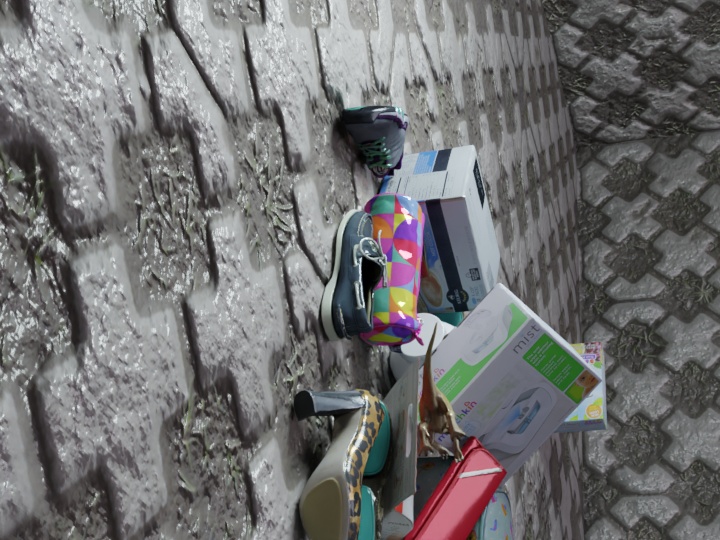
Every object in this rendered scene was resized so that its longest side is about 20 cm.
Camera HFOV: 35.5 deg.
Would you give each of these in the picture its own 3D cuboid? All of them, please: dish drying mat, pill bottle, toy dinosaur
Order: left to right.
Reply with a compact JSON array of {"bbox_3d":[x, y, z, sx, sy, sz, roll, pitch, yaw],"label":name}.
[{"bbox_3d":[0.084,0.157,1.290,0.201,0.058,0.102,74,4,-48],"label":"toy dinosaur"},{"bbox_3d":[0.106,0.145,1.554,0.201,0.110,0.112,65,26,-47],"label":"pill bottle"},{"bbox_3d":[0.108,0.304,1.372,0.077,0.018,0.201,49,62,-24],"label":"dish drying mat"}]

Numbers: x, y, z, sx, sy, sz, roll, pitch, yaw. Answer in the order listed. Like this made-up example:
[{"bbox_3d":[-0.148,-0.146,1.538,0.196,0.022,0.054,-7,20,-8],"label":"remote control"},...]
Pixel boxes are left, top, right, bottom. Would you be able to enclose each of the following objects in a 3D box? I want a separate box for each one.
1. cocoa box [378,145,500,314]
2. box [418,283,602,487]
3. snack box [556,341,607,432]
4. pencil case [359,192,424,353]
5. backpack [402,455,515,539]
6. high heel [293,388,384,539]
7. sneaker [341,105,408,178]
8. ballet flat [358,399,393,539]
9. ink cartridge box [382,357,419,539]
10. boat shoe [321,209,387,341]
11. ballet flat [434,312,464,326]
[{"bbox_3d":[0.113,-0.054,1.605,0.134,0.130,0.201,-73,151,-50],"label":"cocoa box"},{"bbox_3d":[0.179,0.148,1.454,0.176,0.200,0.097,39,7,-38],"label":"box"},{"bbox_3d":[0.487,0.274,2.626,0.068,0.167,0.202,57,31,-53],"label":"snack box"},{"bbox_3d":[0.041,0.002,1.441,0.088,0.087,0.202,52,35,-59],"label":"pencil case"},{"bbox_3d":[0.120,0.342,1.481,0.176,0.152,0.202,23,56,-64],"label":"backpack"},{"bbox_3d":[-0.002,0.224,1.203,0.142,0.071,0.202,10,66,-53],"label":"high heel"},{"bbox_3d":[0.027,-0.166,1.471,0.200,0.074,0.089,-10,99,-73],"label":"sneaker"},{"bbox_3d":[-0.001,0.246,1.274,0.076,0.067,0.202,94,1,-57],"label":"ballet flat"},{"bbox_3d":[0.054,0.213,1.313,0.200,0.050,0.164,124,-27,-58],"label":"ink cartridge box"},{"bbox_3d":[0.000,0.000,1.342,0.201,0.061,0.075,-76,152,-49],"label":"boat shoe"},{"bbox_3d":[0.125,0.059,1.743,0.072,0.067,0.202,92,-5,-71],"label":"ballet flat"}]
